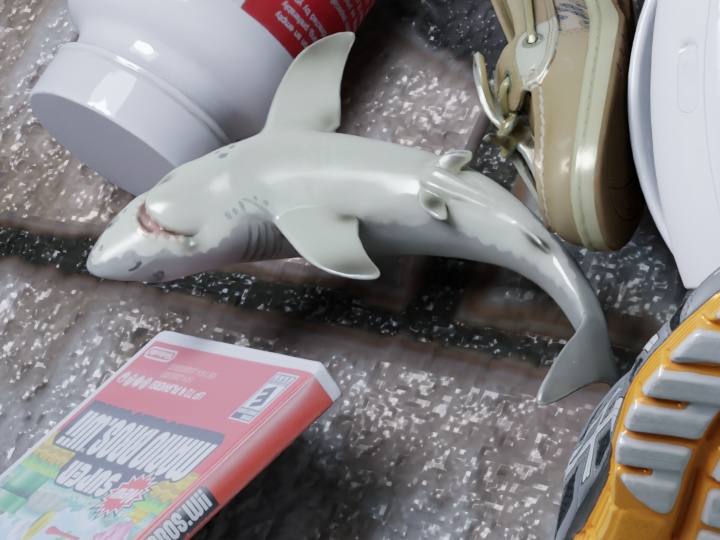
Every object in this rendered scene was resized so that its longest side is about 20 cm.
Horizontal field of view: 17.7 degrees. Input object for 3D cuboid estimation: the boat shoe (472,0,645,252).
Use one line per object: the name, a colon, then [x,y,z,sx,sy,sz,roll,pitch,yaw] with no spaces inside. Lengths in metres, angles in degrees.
boat shoe: [0.073,-0.074,0.874,0.063,0.073,0.200,-5,34,9]

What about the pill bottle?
pill bottle: [-0.049,-0.128,0.958,0.112,0.112,0.200,21,71,32]

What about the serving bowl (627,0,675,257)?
serving bowl: [0.197,-0.059,0.814,0.200,0.066,0.200,-1,86,15]

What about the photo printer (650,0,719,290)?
photo printer: [0.194,-0.063,0.745,0.200,0.069,0.167,2,88,16]

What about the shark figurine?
shark figurine: [0.022,-0.004,0.870,0.214,0.090,0.128,19,60,17]

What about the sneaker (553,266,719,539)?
sneaker: [0.109,0.048,0.741,0.078,0.200,0.077,19,41,-11]

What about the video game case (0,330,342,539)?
video game case: [-0.111,0.097,0.842,0.200,0.017,0.143,-43,22,-19]
